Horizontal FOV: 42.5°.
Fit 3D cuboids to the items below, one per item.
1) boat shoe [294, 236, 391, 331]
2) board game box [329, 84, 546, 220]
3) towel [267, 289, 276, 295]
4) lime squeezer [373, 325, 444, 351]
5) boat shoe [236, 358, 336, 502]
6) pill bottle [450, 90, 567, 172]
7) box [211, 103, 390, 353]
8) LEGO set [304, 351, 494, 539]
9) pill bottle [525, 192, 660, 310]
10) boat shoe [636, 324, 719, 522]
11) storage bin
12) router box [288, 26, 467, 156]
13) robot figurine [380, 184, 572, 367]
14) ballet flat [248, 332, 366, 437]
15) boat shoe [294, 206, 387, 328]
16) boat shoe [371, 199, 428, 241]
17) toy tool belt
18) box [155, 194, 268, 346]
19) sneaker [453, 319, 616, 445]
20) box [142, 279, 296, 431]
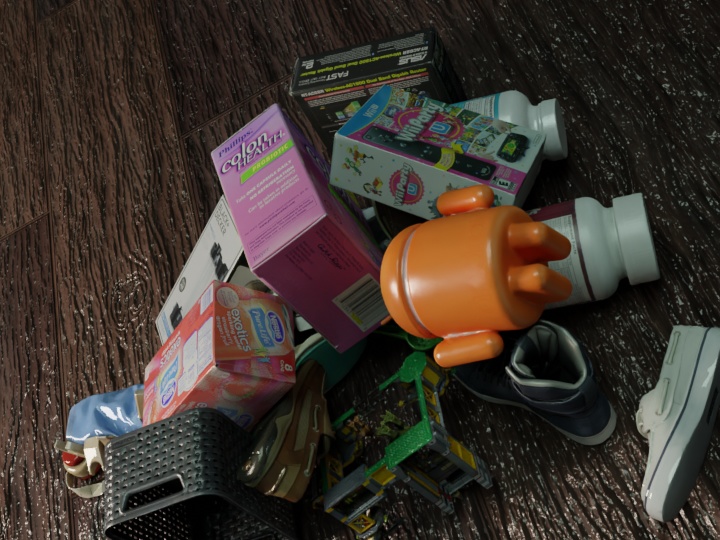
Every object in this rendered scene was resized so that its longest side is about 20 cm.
[{"bbox_3d":[0.000,0.000,1.102,0.198,0.072,0.068,-31,92,3],"label":"boat shoe"},{"bbox_3d":[0.085,-0.119,0.996,0.197,0.065,0.148,19,37,14],"label":"board game box"},{"bbox_3d":[-0.134,0.052,1.133,0.149,0.030,0.203,-40,43,43],"label":"towel"},{"bbox_3d":[0.079,0.058,1.005,0.197,0.071,0.038,-9,43,36],"label":"lime squeezer"},{"bbox_3d":[-0.066,0.169,0.960,0.076,0.073,0.201,-52,6,28],"label":"boat shoe"},{"bbox_3d":[0.144,-0.150,1.112,0.196,0.111,0.113,-9,56,21],"label":"pill bottle"},{"bbox_3d":[-0.056,-0.046,1.003,0.096,0.176,0.201,-35,45,9],"label":"box"},{"bbox_3d":[0.048,0.197,0.964,0.200,0.116,0.154,-43,30,13],"label":"LEGO set"},{"bbox_3d":[0.211,-0.015,0.993,0.197,0.110,0.111,-13,55,19],"label":"pill bottle"},{"bbox_3d":[0.295,0.138,0.880,0.065,0.072,0.202,10,64,36],"label":"boat shoe"},{"bbox_3d":[-0.163,0.237,0.967,0.133,0.200,0.095,-21,52,13],"label":"storage bin"},{"bbox_3d":[0.029,-0.219,1.189,0.197,0.150,0.063,-7,56,23],"label":"router box"},{"bbox_3d":[0.101,0.002,0.885,0.197,0.146,0.116,-10,19,37],"label":"robot figurine"},{"bbox_3d":[-0.076,0.129,1.086,0.201,0.070,0.069,-49,52,-7],"label":"ballet flat"},{"bbox_3d":[-0.052,-0.016,1.151,0.200,0.074,0.067,-42,52,-2],"label":"boat shoe"},{"bbox_3d":[0.074,-0.040,1.042,0.074,0.075,0.205,-26,87,-11],"label":"boat shoe"},{"bbox_3d":[-0.300,0.191,1.117,0.197,0.123,0.127,-18,53,16],"label":"toy tool belt"},{"bbox_3d":[-0.174,0.024,1.132,0.202,0.059,0.117,-57,36,21],"label":"box"},{"bbox_3d":[0.154,0.090,0.935,0.200,0.146,0.078,22,73,37],"label":"sneaker"},{"bbox_3d":[-0.153,0.112,0.980,0.200,0.093,0.104,-46,38,42],"label":"box"}]
